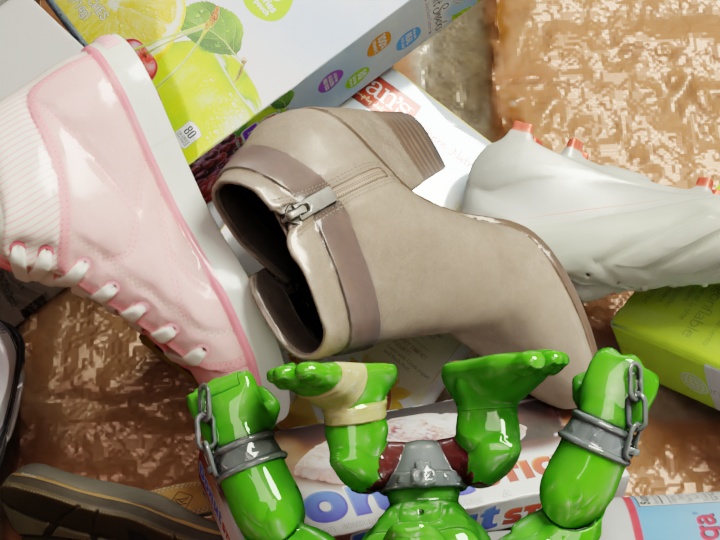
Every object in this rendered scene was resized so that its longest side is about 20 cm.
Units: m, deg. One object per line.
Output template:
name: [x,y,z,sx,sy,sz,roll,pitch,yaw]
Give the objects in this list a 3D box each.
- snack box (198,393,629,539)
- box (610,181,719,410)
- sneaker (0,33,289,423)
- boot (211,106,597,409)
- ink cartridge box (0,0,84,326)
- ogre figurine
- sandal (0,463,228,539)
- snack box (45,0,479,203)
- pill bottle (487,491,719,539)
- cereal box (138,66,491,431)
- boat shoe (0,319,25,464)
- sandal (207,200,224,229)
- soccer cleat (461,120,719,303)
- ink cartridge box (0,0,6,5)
snack box: [0.026,0.099,0.847,0.199,0.024,0.072,-8,42,-21]
box: [0.242,0.030,0.875,0.200,0.048,0.122,25,65,37]
sneaker: [-0.115,0.000,0.816,0.104,0.075,0.201,-29,100,-20]
boot: [0.018,0.008,0.831,0.200,0.070,0.146,52,40,6]
ink cartridge box: [-0.213,-0.026,0.894,0.200,0.145,0.084,-39,69,-16]
ogre figurine: [0.029,0.098,0.761,0.199,0.098,0.120,-2,83,-11]
sandal: [-0.083,0.136,0.866,0.199,0.082,0.055,17,44,16]
snack box: [-0.055,-0.162,0.907,0.200,0.068,0.169,-37,75,-7]
pill bottle: [0.160,0.159,0.821,0.199,0.109,0.109,-4,65,0]
cereal box: [0.000,0.000,0.918,0.144,0.040,0.200,38,69,-1]
boat shoe: [-0.220,0.116,0.872,0.072,0.068,0.201,19,89,7]
sandal: [-0.088,-0.102,0.974,0.079,0.059,0.207,-10,77,-23]
soccer cleat: [0.145,-0.013,0.879,0.200,0.069,0.078,18,84,22]
ink cartridge box: [-0.268,-0.214,1.017,0.144,0.084,0.200,19,66,11]
